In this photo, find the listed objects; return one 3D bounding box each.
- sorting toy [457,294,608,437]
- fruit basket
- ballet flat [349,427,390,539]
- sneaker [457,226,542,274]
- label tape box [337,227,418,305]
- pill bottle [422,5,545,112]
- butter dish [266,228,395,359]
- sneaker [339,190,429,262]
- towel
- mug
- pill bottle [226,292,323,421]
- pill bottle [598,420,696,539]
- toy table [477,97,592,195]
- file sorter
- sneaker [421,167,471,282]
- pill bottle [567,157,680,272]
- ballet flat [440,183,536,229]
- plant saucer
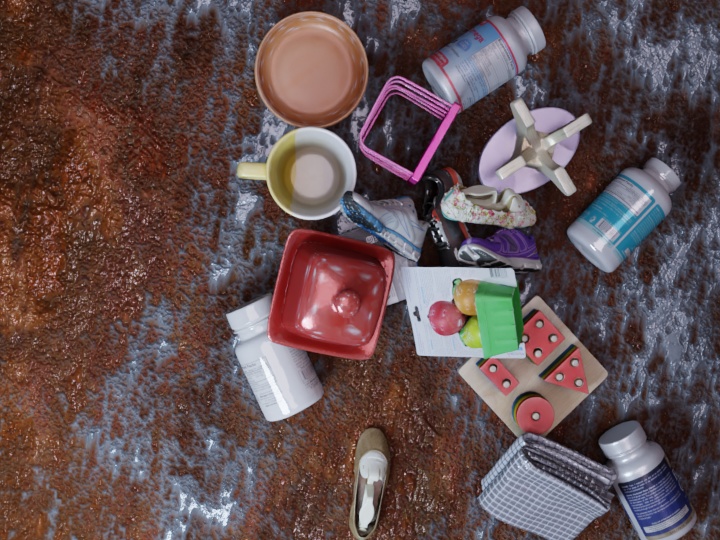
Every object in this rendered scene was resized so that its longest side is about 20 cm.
[{"bbox_3d":[0.313,0.185,1.773,0.200,0.070,0.199,-43,95,0],"label":"sorting toy"},{"bbox_3d":[0.179,0.070,1.706,0.198,0.094,0.187,3,123,27],"label":"fruit basket"},{"bbox_3d":[0.016,0.385,1.770,0.067,0.072,0.202,10,93,-4],"label":"ballet flat"},{"bbox_3d":[0.236,-0.040,1.722,0.080,0.199,0.084,-14,77,40],"label":"sneaker"},{"bbox_3d":[0.000,0.000,1.749,0.198,0.066,0.145,-19,94,-3],"label":"label tape box"},{"bbox_3d":[0.214,-0.366,1.714,0.199,0.109,0.109,-33,95,-1],"label":"pill bottle"},{"bbox_3d":[-0.035,0.046,1.634,0.198,0.148,0.202,13,91,-16],"label":"butter dish"},{"bbox_3d":[0.043,-0.094,1.643,0.199,0.075,0.087,34,83,-44],"label":"sneaker"},{"bbox_3d":[0.328,0.391,1.747,0.198,0.086,0.166,26,127,-4],"label":"towel"},{"bbox_3d":[-0.097,-0.173,1.689,0.186,0.153,0.150,35,92,-4],"label":"mug"},{"bbox_3d":[-0.153,0.148,1.726,0.113,0.114,0.202,-24,95,-1],"label":"pill bottle"},{"bbox_3d":[0.506,0.375,1.773,0.110,0.111,0.201,-29,95,-1],"label":"pill bottle"},{"bbox_3d":[0.303,-0.208,1.725,0.200,0.117,0.184,-44,95,0],"label":"toy table"},{"bbox_3d":[0.073,-0.235,1.672,0.125,0.200,0.140,30,92,-1],"label":"file sorter"},{"bbox_3d":[0.137,-0.077,1.732,0.081,0.077,0.202,-6,85,-40],"label":"sneaker"},{"bbox_3d":[0.465,-0.102,1.741,0.111,0.111,0.200,44,91,-4],"label":"pill bottle"},{"bbox_3d":[0.230,-0.112,1.702,0.198,0.076,0.064,1,133,-29],"label":"ballet flat"},{"bbox_3d":[-0.085,-0.347,1.737,0.198,0.037,0.203,0,94,-2],"label":"plant saucer"}]
